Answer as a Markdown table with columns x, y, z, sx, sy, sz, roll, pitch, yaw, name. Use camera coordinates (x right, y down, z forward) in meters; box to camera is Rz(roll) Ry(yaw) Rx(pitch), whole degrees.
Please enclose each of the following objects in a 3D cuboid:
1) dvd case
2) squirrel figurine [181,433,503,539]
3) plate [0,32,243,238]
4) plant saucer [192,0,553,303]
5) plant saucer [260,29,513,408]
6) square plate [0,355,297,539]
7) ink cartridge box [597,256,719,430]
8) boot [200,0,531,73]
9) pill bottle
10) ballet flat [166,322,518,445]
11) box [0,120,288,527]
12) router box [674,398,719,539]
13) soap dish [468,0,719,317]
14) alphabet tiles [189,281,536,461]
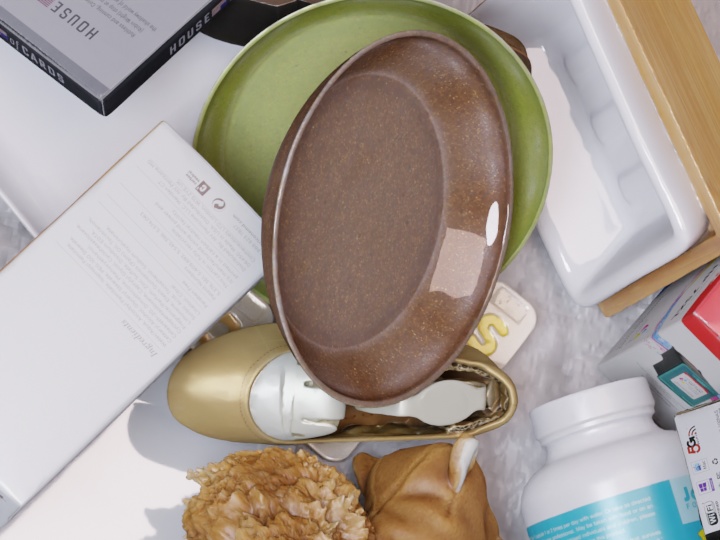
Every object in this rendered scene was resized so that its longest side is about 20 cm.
| x | y | z | sx | sy | sz | roll | pitch | yaw | name |
| --- | --- | --- | --- | --- | --- | --- | --- | --- | --- |
| -0.127 | -0.193 | 1.625 | 0.150 | 0.025 | 0.200 | 38 | 68 | 20 | dvd case |
| 0.001 | 0.163 | 1.561 | 0.200 | 0.142 | 0.187 | 35 | 61 | -28 | squirrel figurine |
| -0.161 | -0.131 | 1.658 | 0.200 | 0.032 | 0.200 | -42 | 91 | -20 | plate |
| 0.005 | -0.063 | 1.614 | 0.200 | 0.031 | 0.200 | -3 | 115 | -5 | plant saucer |
| 0.008 | -0.029 | 1.542 | 0.200 | 0.037 | 0.200 | -17 | 112 | -49 | plant saucer |
| -0.148 | 0.132 | 1.600 | 0.200 | 0.028 | 0.198 | 19 | 72 | -10 | square plate |
| 0.222 | 0.018 | 1.634 | 0.067 | 0.200 | 0.116 | 43 | 70 | -2 | ink cartridge box |
| 0.005 | -0.154 | 1.650 | 0.200 | 0.074 | 0.075 | 16 | 62 | 0 | boot |
| 0.156 | 0.164 | 1.628 | 0.111 | 0.111 | 0.200 | -14 | 81 | -18 | pill bottle |
| -0.005 | 0.064 | 1.592 | 0.200 | 0.063 | 0.069 | -2 | 101 | -26 | ballet flat |
| -0.151 | 0.033 | 1.542 | 0.097 | 0.124 | 0.200 | 46 | 70 | -2 | box |
| 0.236 | 0.176 | 1.585 | 0.051 | 0.149 | 0.200 | -19 | 70 | 18 | router box |
| 0.146 | -0.088 | 1.666 | 0.081 | 0.157 | 0.200 | -21 | 83 | -27 | soap dish |
| 0.000 | 0.000 | 1.668 | 0.200 | 0.015 | 0.196 | 40 | 77 | -3 | alphabet tiles |
